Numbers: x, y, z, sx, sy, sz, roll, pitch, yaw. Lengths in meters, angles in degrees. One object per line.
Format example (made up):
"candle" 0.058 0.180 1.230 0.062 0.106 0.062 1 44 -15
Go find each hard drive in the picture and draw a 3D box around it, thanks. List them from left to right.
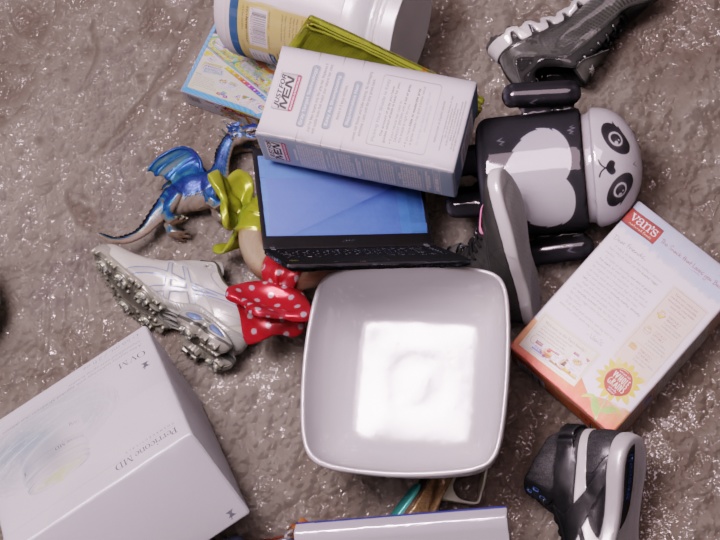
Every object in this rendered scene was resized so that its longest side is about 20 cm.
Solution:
"hard drive" 0.046 0.290 1.369 0.198 0.025 0.133 -6 110 9

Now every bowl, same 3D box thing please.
"bowl" 0.047 0.100 1.387 0.198 0.075 0.202 1 73 15

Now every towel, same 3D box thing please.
"towel" 0.021 -0.188 1.473 0.198 0.086 0.018 24 56 -14

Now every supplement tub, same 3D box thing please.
"supplement tub" -0.038 -0.275 1.530 0.198 0.145 0.146 18 74 16

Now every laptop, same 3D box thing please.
"laptop" -0.004 -0.063 1.408 0.175 0.200 0.105 -2 97 -13

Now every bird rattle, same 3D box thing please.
"bird rattle" -0.074 -0.030 1.473 0.162 0.113 0.201 -26 46 -4

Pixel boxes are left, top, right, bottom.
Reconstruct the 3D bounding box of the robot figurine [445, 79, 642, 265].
"robot figurine" 0.182 -0.098 1.470 0.198 0.151 0.126 -5 49 9

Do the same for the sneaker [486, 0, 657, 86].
"sneaker" 0.239 -0.242 1.548 0.198 0.066 0.091 -25 70 5

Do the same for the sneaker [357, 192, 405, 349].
"sneaker" 0.000 0.000 1.497 0.083 0.077 0.202 14 72 12

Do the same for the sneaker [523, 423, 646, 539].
"sneaker" 0.203 0.245 1.381 0.111 0.073 0.202 8 87 40

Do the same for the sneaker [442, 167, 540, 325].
"sneaker" 0.114 -0.018 1.423 0.098 0.201 0.071 0 48 17

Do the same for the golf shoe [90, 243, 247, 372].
"golf shoe" -0.190 0.020 1.540 0.199 0.079 0.097 34 62 14

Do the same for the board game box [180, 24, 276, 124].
"board game box" -0.081 -0.218 1.615 0.198 0.034 0.135 21 75 17

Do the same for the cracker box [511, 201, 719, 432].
"cracker box" 0.261 0.051 1.438 0.134 0.058 0.200 41 83 20

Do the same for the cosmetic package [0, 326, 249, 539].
"cosmetic package" -0.239 0.193 1.402 0.198 0.123 0.200 -33 36 -3

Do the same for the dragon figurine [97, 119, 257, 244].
"dragon figurine" -0.191 -0.092 1.576 0.198 0.059 0.100 -22 66 -1

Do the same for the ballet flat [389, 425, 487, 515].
"ballet flat" 0.078 0.216 1.418 0.072 0.068 0.201 31 74 0

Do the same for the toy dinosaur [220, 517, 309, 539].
"toy dinosaur" -0.140 0.274 1.422 0.181 0.106 0.200 -32 56 -22

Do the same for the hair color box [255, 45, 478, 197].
"hair color box" 0.008 -0.146 1.429 0.198 0.061 0.100 12 71 10
